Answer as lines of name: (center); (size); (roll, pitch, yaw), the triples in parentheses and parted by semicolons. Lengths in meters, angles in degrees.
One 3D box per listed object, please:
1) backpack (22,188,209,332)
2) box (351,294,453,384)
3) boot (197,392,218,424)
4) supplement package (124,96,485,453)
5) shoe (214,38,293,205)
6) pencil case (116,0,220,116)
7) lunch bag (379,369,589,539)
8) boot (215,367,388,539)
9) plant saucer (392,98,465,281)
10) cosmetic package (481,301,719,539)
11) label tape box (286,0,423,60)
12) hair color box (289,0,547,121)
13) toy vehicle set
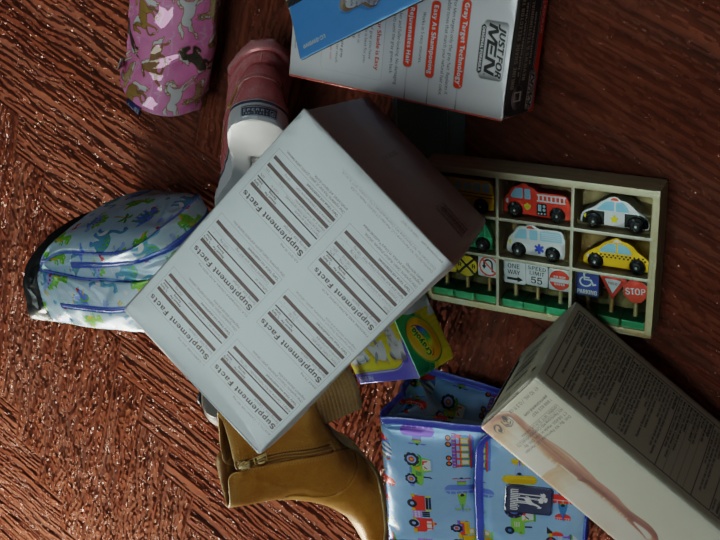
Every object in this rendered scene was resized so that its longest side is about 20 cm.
backpack: (-0.215, -0.008, 1.079); (0.198, 0.163, 0.156); (21, 128, 29)
box: (0.000, 0.000, 0.975); (0.117, 0.048, 0.202); (-17, 97, 62)
boot: (-0.104, 0.057, 1.051); (0.069, 0.146, 0.202); (26, 94, 2)
supplement package: (-0.032, -0.005, 0.825); (0.147, 0.191, 0.200); (46, 108, 2)
shoe: (-0.093, -0.121, 1.001); (0.070, 0.092, 0.201); (6, 153, -5)
pencil case: (-0.171, -0.241, 0.983); (0.083, 0.085, 0.202); (54, 141, 43)
lunch bag: (0.127, 0.185, 0.991); (0.197, 0.094, 0.153); (7, 120, 22)
boot: (-0.057, 0.195, 1.014); (0.071, 0.142, 0.204); (33, 139, 62)
plant saucer: (0.057, -0.071, 0.943); (0.069, 0.019, 0.203); (14, 120, 30)
cosmetic package: (0.208, 0.137, 0.862); (0.199, 0.103, 0.087); (40, 135, 2)
label tape box: (0.003, -0.270, 0.794); (0.143, 0.063, 0.203); (-18, 82, 30)
hair color box: (0.042, -0.188, 0.855); (0.198, 0.061, 0.103); (18, 113, 29)
toy vehicle set: (0.145, -0.022, 0.884); (0.197, 0.026, 0.126); (9, 119, 27)
